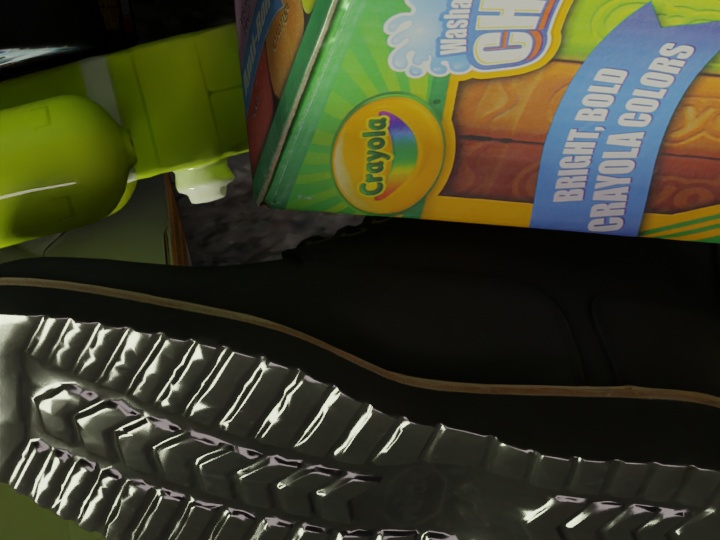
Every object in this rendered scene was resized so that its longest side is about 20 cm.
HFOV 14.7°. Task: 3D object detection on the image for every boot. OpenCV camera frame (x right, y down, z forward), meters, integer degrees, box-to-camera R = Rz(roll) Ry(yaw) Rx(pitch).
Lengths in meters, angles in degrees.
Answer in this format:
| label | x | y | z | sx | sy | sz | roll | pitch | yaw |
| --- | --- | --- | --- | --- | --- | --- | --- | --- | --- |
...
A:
| label | x | y | z | sx | sy | sz | roll | pitch | yaw |
| --- | --- | --- | --- | --- | --- | --- | --- | --- | --- |
| boot | 0.000 | 0.000 | 0.671 | 0.199 | 0.139 | 0.078 | 14 | 137 | -15 |

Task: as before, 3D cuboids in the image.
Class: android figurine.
| label | x | y | z | sx | sy | sz | roll | pitch | yaw |
| --- | --- | --- | --- | --- | --- | --- | --- | --- | --- |
| android figurine | -0.088 | -0.028 | 0.710 | 0.199 | 0.041 | 0.182 | -13 | -177 | -5 |

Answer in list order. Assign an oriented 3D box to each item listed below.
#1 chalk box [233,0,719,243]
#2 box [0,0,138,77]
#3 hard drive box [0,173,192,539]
| label | x | y | z | sx | sy | sz | roll | pitch | yaw |
| --- | --- | --- | --- | --- | --- | --- | --- | --- | --- |
| chalk box | 0.037 | -0.092 | 0.628 | 0.199 | 0.124 | 0.125 | 3 | 144 | -15 |
| box | -0.134 | -0.053 | 0.630 | 0.136 | 0.040 | 0.200 | -11 | -176 | 6 |
| hard drive box | -0.076 | 0.087 | 0.850 | 0.076 | 0.156 | 0.200 | -8 | 148 | 0 |
